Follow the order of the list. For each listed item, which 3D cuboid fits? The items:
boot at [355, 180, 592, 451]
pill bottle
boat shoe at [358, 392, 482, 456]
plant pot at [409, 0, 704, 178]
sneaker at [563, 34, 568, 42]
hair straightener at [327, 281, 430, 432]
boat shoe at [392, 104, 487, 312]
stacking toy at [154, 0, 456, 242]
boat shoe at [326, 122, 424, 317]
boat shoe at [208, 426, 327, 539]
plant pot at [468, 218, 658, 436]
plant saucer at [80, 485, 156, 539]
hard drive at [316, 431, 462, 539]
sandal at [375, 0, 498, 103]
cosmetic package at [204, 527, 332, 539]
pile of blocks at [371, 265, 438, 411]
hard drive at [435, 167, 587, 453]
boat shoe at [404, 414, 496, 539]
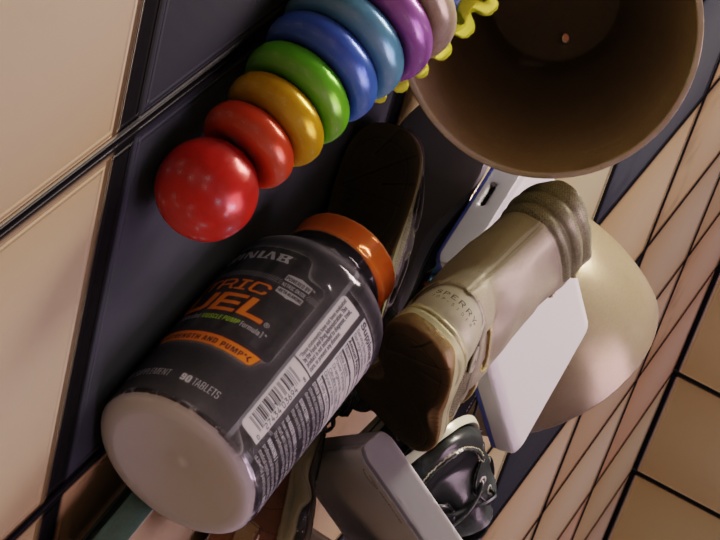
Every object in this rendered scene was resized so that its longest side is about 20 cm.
[{"bbox_3d":[0.074,0.029,1.391,0.155,0.072,0.200,-45,171,-21],"label":"boot"},{"bbox_3d":[-0.056,0.051,1.263,0.200,0.106,0.106,-51,162,-40],"label":"pill bottle"},{"bbox_3d":[0.052,0.114,1.609,0.074,0.062,0.200,0,138,-45],"label":"boat shoe"},{"bbox_3d":[0.124,-0.170,1.412,0.200,0.187,0.188,-68,-178,-76],"label":"plant pot"},{"bbox_3d":[0.178,-0.244,1.627,0.200,0.071,0.080,-59,176,13],"label":"sneaker"},{"bbox_3d":[0.000,0.070,1.529,0.077,0.041,0.200,-25,168,-26],"label":"hair straightener"},{"bbox_3d":[0.041,-0.047,1.518,0.200,0.069,0.057,-61,166,24],"label":"boat shoe"},{"bbox_3d":[-0.035,-0.091,1.146,0.200,0.085,0.085,-50,161,-29],"label":"stacking toy"},{"bbox_3d":[-0.001,-0.001,1.435,0.066,0.072,0.202,-6,118,-67],"label":"boat shoe"},{"bbox_3d":[-0.066,0.140,1.455,0.200,0.074,0.076,-84,-174,-67],"label":"boat shoe"},{"bbox_3d":[0.120,0.013,1.713,0.200,0.200,0.135,-54,130,-32],"label":"plant pot"},{"bbox_3d":[-0.116,0.116,1.302,0.070,0.019,0.200,-42,-172,50],"label":"plant saucer"},{"bbox_3d":[0.018,0.174,1.513,0.027,0.132,0.200,-36,-176,-16],"label":"hard drive"},{"bbox_3d":[0.041,-0.175,1.270,0.200,0.087,0.079,-44,-168,-2],"label":"sandal"},{"bbox_3d":[-0.055,0.291,1.559,0.167,0.167,0.200,-54,164,-20],"label":"cosmetic package"},{"bbox_3d":[0.059,0.016,1.616,0.062,0.082,0.201,12,110,-31],"label":"pile of blocks"},{"bbox_3d":[0.110,0.016,1.531,0.132,0.025,0.200,-57,146,-32],"label":"hard drive"},{"bbox_3d":[0.067,0.158,1.527,0.074,0.066,0.199,-32,164,-12],"label":"boat shoe"}]
